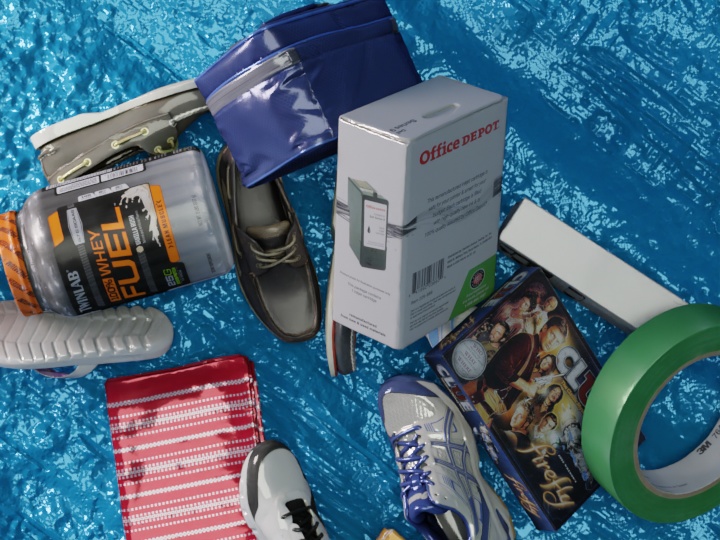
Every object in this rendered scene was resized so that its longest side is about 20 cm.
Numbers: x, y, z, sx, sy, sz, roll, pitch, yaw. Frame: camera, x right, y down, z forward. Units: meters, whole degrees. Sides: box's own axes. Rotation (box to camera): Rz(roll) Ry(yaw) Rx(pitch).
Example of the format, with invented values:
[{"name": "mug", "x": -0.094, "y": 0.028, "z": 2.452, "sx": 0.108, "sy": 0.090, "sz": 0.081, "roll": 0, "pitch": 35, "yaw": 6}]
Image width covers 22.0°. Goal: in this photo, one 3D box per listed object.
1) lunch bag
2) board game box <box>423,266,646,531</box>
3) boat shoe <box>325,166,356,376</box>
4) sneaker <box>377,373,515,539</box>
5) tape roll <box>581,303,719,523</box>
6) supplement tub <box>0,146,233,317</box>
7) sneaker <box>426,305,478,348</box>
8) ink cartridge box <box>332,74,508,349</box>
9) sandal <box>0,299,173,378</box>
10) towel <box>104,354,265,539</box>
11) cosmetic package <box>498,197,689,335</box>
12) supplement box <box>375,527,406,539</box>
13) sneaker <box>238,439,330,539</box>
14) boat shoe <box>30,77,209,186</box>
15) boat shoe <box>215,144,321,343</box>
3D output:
[{"name": "lunch bag", "x": -0.040, "y": -0.174, "z": 1.675, "sx": 0.199, "sy": 0.135, "sz": 0.133, "roll": -25, "pitch": 90, "yaw": -46}, {"name": "board game box", "x": 0.162, "y": 0.117, "z": 1.693, "sx": 0.135, "sy": 0.035, "sz": 0.201, "roll": -41, "pitch": 106, "yaw": -25}, {"name": "boat shoe", "x": 0.000, "y": 0.000, "z": 1.727, "sx": 0.062, "sy": 0.071, "sz": 0.202, "roll": 5, "pitch": 83, "yaw": -5}, {"name": "sneaker", "x": 0.069, "y": 0.188, "z": 1.695, "sx": 0.075, "sy": 0.088, "sz": 0.201, "roll": -37, "pitch": 80, "yaw": 34}, {"name": "tape roll", "x": 0.295, "y": 0.130, "z": 1.683, "sx": 0.199, "sy": 0.048, "sz": 0.202, "roll": -14, "pitch": 120, "yaw": -24}, {"name": "supplement tub", "x": -0.224, "y": -0.031, "z": 1.691, "sx": 0.199, "sy": 0.123, "sz": 0.123, "roll": -17, "pitch": 88, "yaw": -2}, {"name": "sneaker", "x": 0.125, "y": 0.122, "z": 1.733, "sx": 0.072, "sy": 0.072, "sz": 0.201, "roll": -33, "pitch": 102, "yaw": -31}, {"name": "ink cartridge box", "x": 0.053, "y": -0.055, "z": 1.637, "sx": 0.084, "sy": 0.146, "sz": 0.201, "roll": 23, "pitch": 123, "yaw": 34}, {"name": "sandal", "x": -0.274, "y": 0.072, "z": 1.718, "sx": 0.201, "sy": 0.083, "sz": 0.050, "roll": 2, "pitch": 130, "yaw": -4}, {"name": "towel", "x": -0.157, "y": 0.187, "z": 1.734, "sx": 0.143, "sy": 0.022, "sz": 0.202, "roll": -9, "pitch": 88, "yaw": -2}, {"name": "cosmetic package", "x": 0.218, "y": 0.009, "z": 1.726, "sx": 0.199, "sy": 0.083, "sz": 0.051, "roll": 33, "pitch": 89, "yaw": 0}, {"name": "supplement box", "x": 0.085, "y": 0.321, "z": 1.715, "sx": 0.200, "sy": 0.069, "sz": 0.067, "roll": 37, "pitch": 86, "yaw": -2}, {"name": "sneaker", "x": -0.051, "y": 0.250, "z": 1.697, "sx": 0.073, "sy": 0.080, "sz": 0.201, "roll": -18, "pitch": 92, "yaw": -35}, {"name": "boat shoe", "x": -0.204, "y": -0.130, "z": 1.723, "sx": 0.200, "sy": 0.072, "sz": 0.061, "roll": -19, "pitch": 90, "yaw": 3}, {"name": "boat shoe", "x": -0.089, "y": -0.028, "z": 1.720, "sx": 0.074, "sy": 0.073, "sz": 0.201, "roll": -21, "pitch": 88, "yaw": -3}]
